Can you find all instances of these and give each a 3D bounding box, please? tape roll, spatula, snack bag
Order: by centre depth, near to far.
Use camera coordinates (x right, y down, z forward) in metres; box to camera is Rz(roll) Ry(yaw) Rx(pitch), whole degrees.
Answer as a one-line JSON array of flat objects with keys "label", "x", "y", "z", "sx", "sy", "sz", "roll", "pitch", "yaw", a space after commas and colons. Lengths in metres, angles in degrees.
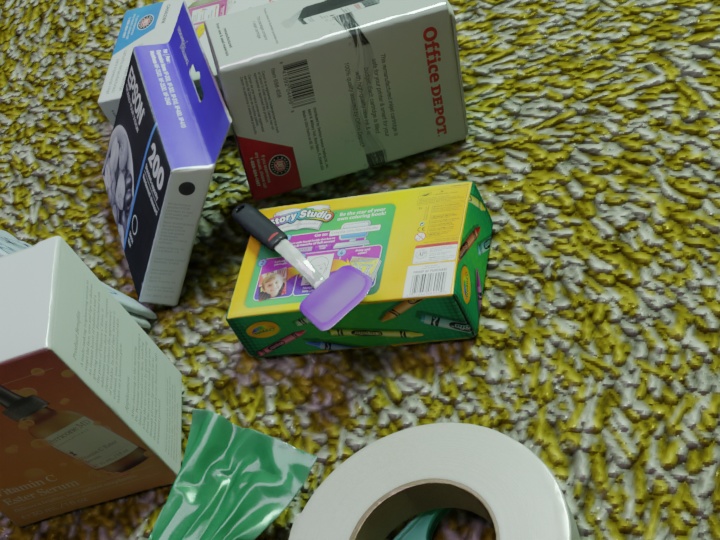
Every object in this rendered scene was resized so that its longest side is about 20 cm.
[{"label": "tape roll", "x": 0.045, "y": 0.193, "z": 0.924, "sx": 0.202, "sy": 0.037, "sz": 0.203, "roll": -13, "pitch": 48, "yaw": 15}, {"label": "spatula", "x": -0.054, "y": -0.011, "z": 1.113, "sx": 0.056, "sy": 0.021, "sz": 0.200, "roll": -41, "pitch": 43, "yaw": -7}, {"label": "snack bag", "x": -0.295, "y": -0.010, "z": 1.187, "sx": 0.199, "sy": 0.188, "sz": 0.021, "roll": 26, "pitch": 89, "yaw": 25}]

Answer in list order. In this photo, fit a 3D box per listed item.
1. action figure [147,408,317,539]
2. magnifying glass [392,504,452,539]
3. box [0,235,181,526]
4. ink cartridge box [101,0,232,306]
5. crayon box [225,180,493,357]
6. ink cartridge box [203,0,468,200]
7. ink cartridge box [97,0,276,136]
[{"label": "action figure", "x": -0.120, "y": 0.208, "z": 1.011, "sx": 0.118, "sy": 0.055, "sz": 0.200, "roll": 15, "pitch": 66, "yaw": 35}, {"label": "magnifying glass", "x": 0.026, "y": 0.205, "z": 0.960, "sx": 0.199, "sy": 0.022, "sz": 0.080, "roll": -26, "pitch": 44, "yaw": 5}, {"label": "box", "x": -0.248, "y": 0.091, "z": 1.074, "sx": 0.152, "sy": 0.200, "sz": 0.107, "roll": -18, "pitch": 49, "yaw": 14}, {"label": "ink cartridge box", "x": -0.177, "y": -0.107, "z": 1.238, "sx": 0.043, "sy": 0.200, "sz": 0.198, "roll": 4, "pitch": 38, "yaw": -25}, {"label": "crayon box", "x": 0.000, "y": 0.000, "z": 1.133, "sx": 0.199, "sy": 0.058, "sz": 0.119, "roll": -6, "pitch": 48, "yaw": 23}, {"label": "ink cartridge box", "x": -0.018, "y": -0.163, "z": 1.202, "sx": 0.199, "sy": 0.145, "sz": 0.084, "roll": -16, "pitch": 43, "yaw": -4}, {"label": "ink cartridge box", "x": -0.141, "y": -0.206, "z": 1.374, "sx": 0.199, "sy": 0.085, "sz": 0.145, "roll": -10, "pitch": 47, "yaw": 18}]
